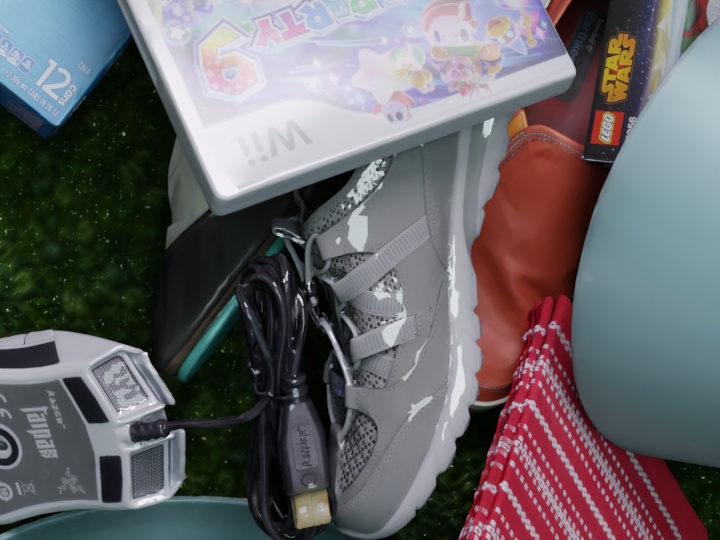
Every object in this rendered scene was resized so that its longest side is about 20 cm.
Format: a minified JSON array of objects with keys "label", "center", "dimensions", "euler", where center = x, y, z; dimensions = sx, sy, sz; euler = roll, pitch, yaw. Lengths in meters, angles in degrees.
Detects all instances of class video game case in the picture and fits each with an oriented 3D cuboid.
[{"label":"video game case","center":[-0.026,-0.131,0.900],"dimensions":[0.142,0.018,0.201],"euler":[-20,73,-17]}]

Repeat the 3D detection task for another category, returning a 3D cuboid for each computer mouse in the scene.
[{"label":"computer mouse","center":[-0.099,0.052,0.935],"dimensions":[0.199,0.044,0.110],"euler":[-4,114,26]}]

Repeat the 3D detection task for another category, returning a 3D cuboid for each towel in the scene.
[{"label":"towel","center":[0.080,0.122,0.936],"dimensions":[0.145,0.022,0.201],"euler":[56,35,-27]}]

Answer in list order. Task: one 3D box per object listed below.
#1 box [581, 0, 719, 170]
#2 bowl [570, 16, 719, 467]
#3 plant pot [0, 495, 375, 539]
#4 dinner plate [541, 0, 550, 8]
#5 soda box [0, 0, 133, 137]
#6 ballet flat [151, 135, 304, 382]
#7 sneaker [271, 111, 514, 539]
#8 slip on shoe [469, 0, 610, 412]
[{"label":"box","center":[0.154,-0.127,0.988],"dimensions":[0.137,0.040,0.201],"euler":[16,84,-52]},{"label":"bowl","center":[0.183,0.001,0.940],"dimensions":[0.200,0.105,0.202],"euler":[-29,133,-35]},{"label":"plant pot","center":[-0.069,0.190,0.913],"dimensions":[0.199,0.200,0.135],"euler":[-7,115,-11]},{"label":"dinner plate","center":[-0.005,-0.165,0.972],"dimensions":[0.199,0.024,0.202],"euler":[7,68,-17]},{"label":"soda box","center":[-0.175,-0.140,0.951],"dimensions":[0.200,0.064,0.068],"euler":[40,82,-8]},{"label":"ballet flat","center":[-0.031,-0.046,0.981],"dimensions":[0.068,0.068,0.200],"euler":[42,71,2]},{"label":"sneaker","center":[0.000,0.000,0.932],"dimensions":[0.081,0.075,0.202],"euler":[6,94,-22]},{"label":"slip on shoe","center":[0.073,-0.039,0.999],"dimensions":[0.074,0.061,0.201],"euler":[25,85,-11]}]
